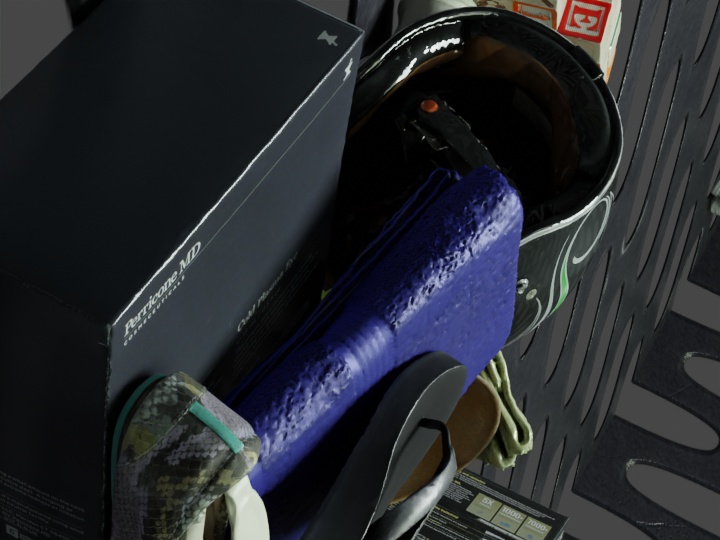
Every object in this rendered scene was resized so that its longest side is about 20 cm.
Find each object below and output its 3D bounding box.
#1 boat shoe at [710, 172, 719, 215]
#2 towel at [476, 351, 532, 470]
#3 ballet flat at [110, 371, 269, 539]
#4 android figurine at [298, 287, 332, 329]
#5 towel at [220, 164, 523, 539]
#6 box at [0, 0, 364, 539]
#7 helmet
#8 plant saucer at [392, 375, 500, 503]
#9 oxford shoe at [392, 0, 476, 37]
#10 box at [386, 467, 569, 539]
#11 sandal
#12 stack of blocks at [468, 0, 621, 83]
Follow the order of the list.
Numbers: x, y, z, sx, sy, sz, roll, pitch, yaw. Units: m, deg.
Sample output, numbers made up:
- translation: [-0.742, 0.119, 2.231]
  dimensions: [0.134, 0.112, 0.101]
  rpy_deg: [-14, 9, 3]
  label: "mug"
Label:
- translation: [0.637, -0.138, 3.273]
  dimensions: [0.075, 0.064, 0.202]
  rpy_deg: [-60, 165, -16]
  label: "boat shoe"
- translation: [0.070, 0.063, 1.341]
  dimensions: [0.036, 0.149, 0.200]
  rpy_deg: [-20, 180, -9]
  label: "towel"
- translation: [-0.073, 0.128, 0.790]
  dimensions: [0.072, 0.072, 0.201]
  rpy_deg: [-51, 161, -42]
  label: "ballet flat"
- translation: [-0.065, 0.065, 0.998]
  dimensions: [0.199, 0.041, 0.182]
  rpy_deg: [-33, -175, 3]
  label: "android figurine"
- translation: [-0.003, 0.051, 0.895]
  dimensions: [0.200, 0.049, 0.148]
  rpy_deg: [-44, 156, -26]
  label: "towel"
- translation: [-0.097, -0.004, 0.825]
  dimensions: [0.200, 0.104, 0.183]
  rpy_deg: [-53, 163, -39]
  label: "box"
- translation: [0.046, -0.039, 1.109]
  dimensions: [0.200, 0.200, 0.191]
  rpy_deg: [-54, 178, -35]
  label: "helmet"
- translation: [-0.011, 0.096, 1.230]
  dimensions: [0.201, 0.199, 0.036]
  rpy_deg: [94, -15, -55]
  label: "plant saucer"
- translation: [0.060, -0.109, 1.242]
  dimensions: [0.200, 0.075, 0.058]
  rpy_deg: [60, 44, -60]
  label: "oxford shoe"
- translation: [0.032, 0.213, 1.451]
  dimensions: [0.164, 0.199, 0.087]
  rpy_deg: [-42, 152, -58]
  label: "box"
- translation: [0.004, 0.117, 0.835]
  dimensions: [0.200, 0.043, 0.076]
  rpy_deg: [-56, 166, -41]
  label: "sandal"
- translation: [0.103, -0.173, 1.212]
  dimensions: [0.200, 0.114, 0.059]
  rpy_deg: [77, 29, -67]
  label: "stack of blocks"
